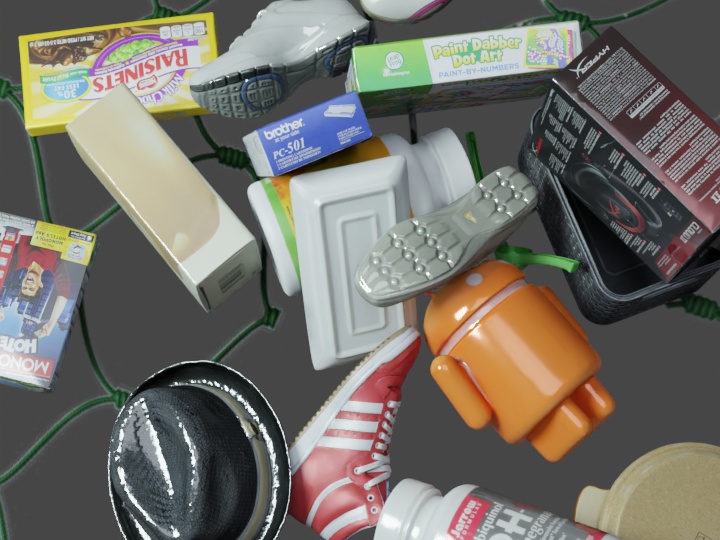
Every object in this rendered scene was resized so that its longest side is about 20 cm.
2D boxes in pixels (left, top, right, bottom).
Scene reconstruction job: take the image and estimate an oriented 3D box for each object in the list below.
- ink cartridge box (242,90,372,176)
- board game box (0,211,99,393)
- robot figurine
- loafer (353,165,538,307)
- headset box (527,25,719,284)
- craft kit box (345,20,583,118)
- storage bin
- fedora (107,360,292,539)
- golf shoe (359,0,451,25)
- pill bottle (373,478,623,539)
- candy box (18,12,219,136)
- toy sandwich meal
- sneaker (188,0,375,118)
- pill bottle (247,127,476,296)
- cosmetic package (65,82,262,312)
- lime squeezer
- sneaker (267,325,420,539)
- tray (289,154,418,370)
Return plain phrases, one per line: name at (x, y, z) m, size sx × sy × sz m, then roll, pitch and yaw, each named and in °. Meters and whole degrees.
ink cartridge box at (-0.052, -0.122, 1.092) m, size 0.093 × 0.200 × 0.045 m, roll -23°, pitch 98°, yaw -7°
board game box at (-0.361, 0.045, 1.113) m, size 0.198 × 0.062 × 0.202 m, roll 13°, pitch 75°, yaw 3°
robot figurine at (0.135, 0.074, 1.080) m, size 0.144 × 0.117 × 0.200 m, roll -41°, pitch 76°, yaw -1°
loafer at (0.076, -0.021, 1.056) m, size 0.199 × 0.070 × 0.070 m, roll -29°, pitch 69°, yaw -26°
headset box at (0.244, -0.086, 1.016) m, size 0.075 × 0.149 × 0.200 m, roll -41°, pitch 77°, yaw -11°
craft kit box at (0.088, -0.182, 1.112) m, size 0.198 × 0.198 × 0.049 m, roll -7°, pitch 88°, yaw -2°
storage bin at (0.246, -0.066, 1.135) m, size 0.134 × 0.094 × 0.202 m, roll -19°, pitch 76°, yaw -6°
fedora at (-0.157, 0.172, 1.036) m, size 0.199 × 0.092 × 0.203 m, roll -5°, pitch 75°, yaw 20°
golf shoe at (0.090, -0.312, 1.201) m, size 0.198 × 0.092 × 0.073 m, roll -23°, pitch 74°, yaw -9°
pill bottle at (0.115, 0.246, 1.009) m, size 0.198 × 0.111 × 0.112 m, roll 16°, pitch 73°, yaw 26°
candy box at (-0.238, -0.197, 1.203) m, size 0.198 × 0.026 × 0.103 m, roll -8°, pitch 78°, yaw -3°
toy sandwich meal at (0.287, 0.250, 1.060) m, size 0.203 × 0.070 × 0.207 m, roll 1°, pitch 74°, yaw -4°
sneaker at (-0.085, -0.217, 1.191) m, size 0.199 × 0.075 × 0.087 m, roll -26°, pitch 66°, yaw -21°
pill bottle at (0.004, -0.061, 1.121) m, size 0.198 × 0.111 × 0.112 m, roll -21°, pitch 75°, yaw -7°
cosmetic package at (-0.182, -0.066, 1.126) m, size 0.071 × 0.105 × 0.200 m, roll -39°, pitch 76°, yaw -11°
lime squeezer at (0.137, -0.045, 1.142) m, size 0.037 × 0.071 × 0.201 m, roll -17°, pitch 49°, yaw -17°
sneaker at (0.013, 0.154, 1.071) m, size 0.112 × 0.071 × 0.200 m, roll 40°, pitch 93°, yaw 12°
tray at (0.000, 0.000, 1.074) m, size 0.106 × 0.202 × 0.022 m, roll -13°, pitch 31°, yaw -13°
